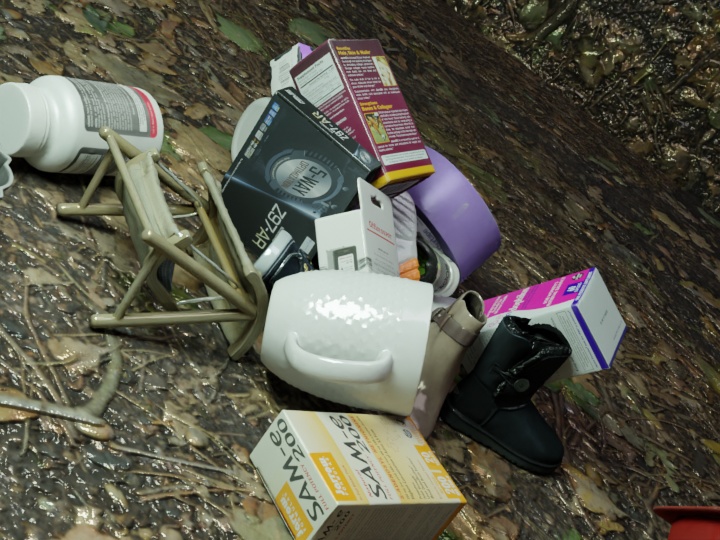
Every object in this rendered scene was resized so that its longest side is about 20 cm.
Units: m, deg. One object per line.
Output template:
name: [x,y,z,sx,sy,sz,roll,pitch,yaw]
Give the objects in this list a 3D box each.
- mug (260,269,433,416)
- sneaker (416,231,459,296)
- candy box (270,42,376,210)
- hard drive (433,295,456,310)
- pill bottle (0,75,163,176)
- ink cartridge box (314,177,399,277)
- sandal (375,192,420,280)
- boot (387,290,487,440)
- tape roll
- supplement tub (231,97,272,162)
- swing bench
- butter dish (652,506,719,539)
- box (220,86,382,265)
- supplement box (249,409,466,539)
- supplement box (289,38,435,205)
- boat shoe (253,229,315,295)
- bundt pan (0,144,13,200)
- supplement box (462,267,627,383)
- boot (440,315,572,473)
mug: [-0.019,0.078,1.290,0.173,0.150,0.200,11,14,-1]
sneaker: [0.052,-0.035,1.714,0.199,0.074,0.087,39,10,26]
candy box: [-0.039,-0.191,1.658,0.166,0.071,0.203,13,66,-41]
hard drive: [0.119,0.079,1.699,0.198,0.027,0.133,16,31,-38]
pill bottle: [-0.338,-0.171,1.414,0.111,0.111,0.199,48,26,24]
ink cartridge box: [0.000,0.000,1.476,0.116,0.066,0.203,26,55,-64]
sandal: [0.041,-0.008,1.630,0.078,0.059,0.210,10,72,-16]
boot: [0.100,0.110,1.468,0.070,0.147,0.201,32,25,-13]
tape roll: [0.113,-0.082,1.781,0.200,0.085,0.200,47,-12,14]
supplement tub: [-0.080,-0.168,1.748,0.198,0.123,0.123,16,31,-39]
swing bench: [-0.206,-0.029,1.321,0.198,0.130,0.200,16,31,-39]
butter dish: [0.456,0.392,1.477,0.198,0.149,0.200,33,-17,-7]
box: [-0.088,-0.106,1.530,0.160,0.201,0.043,41,28,8]
supplement box: [0.000,0.216,1.233,0.198,0.074,0.126,9,35,-46]
supplement box: [0.002,-0.196,1.570,0.110,0.085,0.202,-15,79,-51]
boat shoe: [-0.078,0.009,1.437,0.091,0.071,0.200,40,0,3]
bundt pan: [-0.451,-0.104,1.181,0.200,0.076,0.203,30,24,-15]
supplement box: [0.236,0.086,1.590,0.104,0.198,0.101,59,36,-15]
boot: [0.221,0.158,1.523,0.198,0.169,0.077,28,26,-20]
